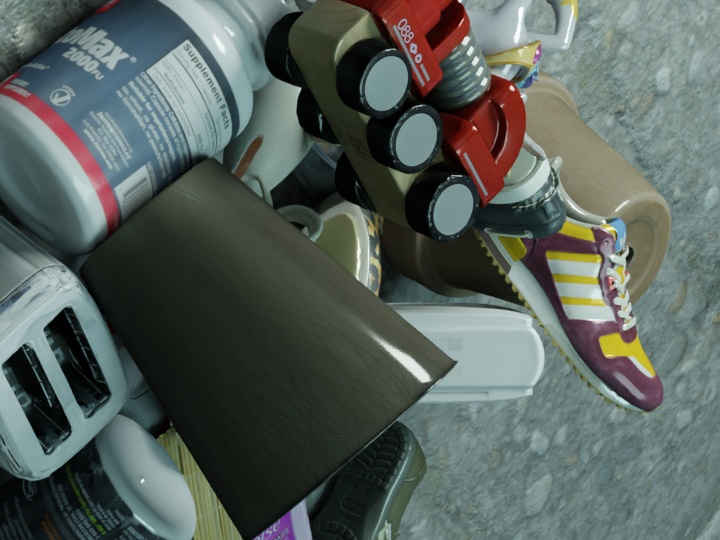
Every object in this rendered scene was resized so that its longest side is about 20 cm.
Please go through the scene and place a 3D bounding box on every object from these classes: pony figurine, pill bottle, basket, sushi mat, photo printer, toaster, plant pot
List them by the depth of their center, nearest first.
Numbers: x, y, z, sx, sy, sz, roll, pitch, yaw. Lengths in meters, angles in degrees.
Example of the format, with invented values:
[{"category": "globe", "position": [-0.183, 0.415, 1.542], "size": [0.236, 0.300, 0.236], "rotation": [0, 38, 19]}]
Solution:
[{"category": "basket", "position": [-0.072, 0.041, 1.540], "size": [0.180, 0.200, 0.136], "rotation": [-41, 179, 15]}, {"category": "toaster", "position": [-0.231, 0.040, 1.551], "size": [0.114, 0.129, 0.200], "rotation": [-43, 143, -23]}, {"category": "pill bottle", "position": [-0.139, -0.112, 1.558], "size": [0.200, 0.120, 0.120], "rotation": [-41, 142, -25]}, {"category": "pill bottle", "position": [-0.218, 0.191, 1.662], "size": [0.200, 0.106, 0.106], "rotation": [-35, 150, 17]}, {"category": "pony figurine", "position": [0.061, -0.168, 1.729], "size": [0.167, 0.193, 0.200], "rotation": [78, 29, -64]}, {"category": "sushi mat", "position": [-0.124, 0.184, 1.775], "size": [0.096, 0.012, 0.200], "rotation": [-30, 134, -29]}, {"category": "photo printer", "position": [0.047, 0.060, 1.842], "size": [0.200, 0.166, 0.069], "rotation": [-128, -143, -89]}, {"category": "plant pot", "position": [0.142, -0.046, 1.915], "size": [0.200, 0.175, 0.200], "rotation": [-30, 136, -35]}]

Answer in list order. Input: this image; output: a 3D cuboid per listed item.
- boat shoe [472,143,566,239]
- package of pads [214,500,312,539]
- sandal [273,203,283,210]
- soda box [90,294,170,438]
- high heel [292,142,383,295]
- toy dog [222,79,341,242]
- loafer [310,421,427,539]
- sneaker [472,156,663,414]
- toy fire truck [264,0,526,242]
[{"category": "boat shoe", "position": [0.067, -0.065, 1.776], "size": [0.076, 0.200, 0.060], "rotation": [-43, 127, -18]}, {"category": "package of pads", "position": [-0.097, 0.220, 1.906], "size": [0.121, 0.076, 0.200], "rotation": [-38, 141, -29]}, {"category": "sandal", "position": [-0.062, 0.046, 1.820], "size": [0.048, 0.075, 0.200], "rotation": [-6, 120, -2]}, {"category": "soda box", "position": [-0.178, 0.113, 1.732], "size": [0.068, 0.063, 0.200], "rotation": [-29, 136, -36]}, {"category": "high heel", "position": [0.000, 0.000, 1.768], "size": [0.071, 0.200, 0.143], "rotation": [-26, 144, 14]}, {"category": "toy dog", "position": [-0.081, -0.090, 1.650], "size": [0.096, 0.132, 0.200], "rotation": [61, 34, -35]}, {"category": "loafer", "position": [0.000, 0.222, 2.029], "size": [0.070, 0.075, 0.200], "rotation": [31, 91, -52]}, {"category": "sneaker", "position": [0.171, 0.011, 1.791], "size": [0.090, 0.200, 0.075], "rotation": [-39, -178, 15]}, {"category": "toy fire truck", "position": [0.048, -0.148, 1.597], "size": [0.200, 0.129, 0.176], "rotation": [-46, 132, -18]}]
